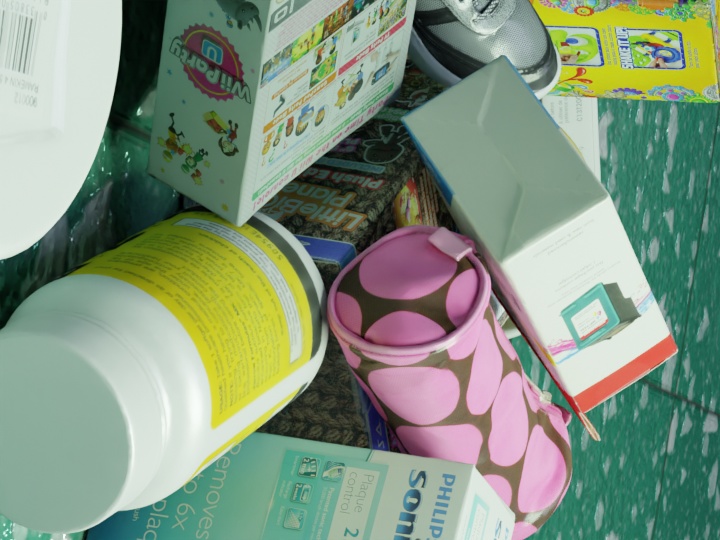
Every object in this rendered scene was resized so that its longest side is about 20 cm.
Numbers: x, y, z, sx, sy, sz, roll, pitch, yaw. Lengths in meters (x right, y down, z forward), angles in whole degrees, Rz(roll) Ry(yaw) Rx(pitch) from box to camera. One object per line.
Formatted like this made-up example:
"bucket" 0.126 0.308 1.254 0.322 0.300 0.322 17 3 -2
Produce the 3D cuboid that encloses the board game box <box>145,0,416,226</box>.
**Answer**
"board game box" -0.029 -0.142 1.231 0.147 0.064 0.201 -41 151 -42

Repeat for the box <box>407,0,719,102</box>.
"box" 0.123 -0.216 1.500 0.122 0.192 0.201 65 30 -64

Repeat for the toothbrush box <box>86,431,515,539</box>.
"toothbrush box" -0.038 0.165 1.288 0.085 0.199 0.147 52 50 -61

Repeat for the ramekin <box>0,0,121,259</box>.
"ramekin" -0.175 -0.096 1.006 0.200 0.097 0.201 7 90 -68

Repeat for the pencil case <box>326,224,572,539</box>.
"pencil case" 0.052 0.057 1.324 0.094 0.091 0.200 -40 144 -9

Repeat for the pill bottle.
"pill bottle" -0.103 0.045 1.206 0.200 0.114 0.115 -35 128 -62

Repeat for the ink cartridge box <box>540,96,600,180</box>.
"ink cartridge box" 0.119 -0.150 1.736 0.200 0.043 0.199 -108 -170 -59

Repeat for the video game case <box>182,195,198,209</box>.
"video game case" -0.052 0.006 1.434 0.143 0.019 0.201 -40 134 -54

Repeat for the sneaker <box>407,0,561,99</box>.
"sneaker" 0.049 -0.173 1.342 0.200 0.114 0.076 47 63 -11

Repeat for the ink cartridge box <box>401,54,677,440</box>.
"ink cartridge box" 0.101 -0.007 1.355 0.116 0.067 0.200 57 -1 36

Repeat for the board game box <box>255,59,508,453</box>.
"board game box" 0.000 0.000 1.407 0.200 0.096 0.160 -52 142 -46

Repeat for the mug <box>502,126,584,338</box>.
"mug" 0.088 -0.050 1.602 0.187 0.149 0.153 -66 172 6
